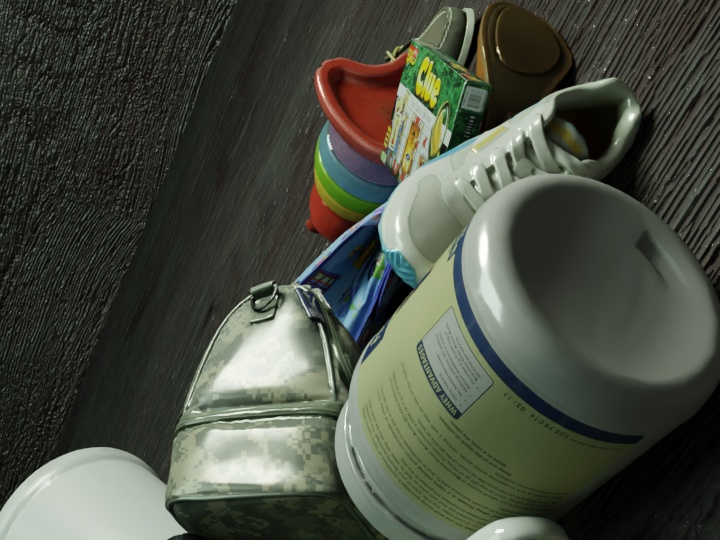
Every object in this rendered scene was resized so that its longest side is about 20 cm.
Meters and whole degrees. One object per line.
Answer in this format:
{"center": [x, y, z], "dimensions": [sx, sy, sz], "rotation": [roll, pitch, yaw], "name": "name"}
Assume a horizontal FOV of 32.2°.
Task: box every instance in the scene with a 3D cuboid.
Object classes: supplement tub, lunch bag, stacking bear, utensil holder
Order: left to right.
{"center": [-0.177, 0.255, 0.981], "dimensions": [0.200, 0.170, 0.170], "rotation": [24, 95, 46], "name": "utensil holder"}
{"center": [-0.035, 0.124, 0.871], "dimensions": [0.139, 0.200, 0.168], "rotation": [-11, 50, 19], "name": "lunch bag"}
{"center": [0.000, 0.000, 1.044], "dimensions": [0.200, 0.094, 0.151], "rotation": [-56, -6, 18], "name": "lunch bag"}
{"center": [0.004, -0.094, 1.160], "dimensions": [0.200, 0.121, 0.114], "rotation": [117, 140, -57], "name": "stacking bear"}
{"center": [0.081, 0.060, 0.670], "dimensions": [0.200, 0.145, 0.145], "rotation": [127, 155, -46], "name": "supplement tub"}

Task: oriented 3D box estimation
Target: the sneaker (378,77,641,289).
{"center": [0.090, -0.058, 0.753], "dimensions": [0.200, 0.077, 0.081], "rotation": [-38, -1, -33], "name": "sneaker"}

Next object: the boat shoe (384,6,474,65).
{"center": [0.043, -0.176, 1.193], "dimensions": [0.202, 0.060, 0.072], "rotation": [125, 157, -43], "name": "boat shoe"}

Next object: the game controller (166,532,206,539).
{"center": [-0.055, 0.234, 0.827], "dimensions": [0.104, 0.200, 0.042], "rotation": [-43, 20, 55], "name": "game controller"}

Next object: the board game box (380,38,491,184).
{"center": [0.052, -0.109, 0.938], "dimensions": [0.200, 0.023, 0.105], "rotation": [-115, 41, -70], "name": "board game box"}

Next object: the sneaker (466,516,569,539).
{"center": [0.076, 0.223, 0.644], "dimensions": [0.105, 0.076, 0.200], "rotation": [-110, 25, -49], "name": "sneaker"}

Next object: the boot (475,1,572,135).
{"center": [0.097, -0.092, 0.938], "dimensions": [0.155, 0.077, 0.200], "rotation": [120, 153, -45], "name": "boot"}
